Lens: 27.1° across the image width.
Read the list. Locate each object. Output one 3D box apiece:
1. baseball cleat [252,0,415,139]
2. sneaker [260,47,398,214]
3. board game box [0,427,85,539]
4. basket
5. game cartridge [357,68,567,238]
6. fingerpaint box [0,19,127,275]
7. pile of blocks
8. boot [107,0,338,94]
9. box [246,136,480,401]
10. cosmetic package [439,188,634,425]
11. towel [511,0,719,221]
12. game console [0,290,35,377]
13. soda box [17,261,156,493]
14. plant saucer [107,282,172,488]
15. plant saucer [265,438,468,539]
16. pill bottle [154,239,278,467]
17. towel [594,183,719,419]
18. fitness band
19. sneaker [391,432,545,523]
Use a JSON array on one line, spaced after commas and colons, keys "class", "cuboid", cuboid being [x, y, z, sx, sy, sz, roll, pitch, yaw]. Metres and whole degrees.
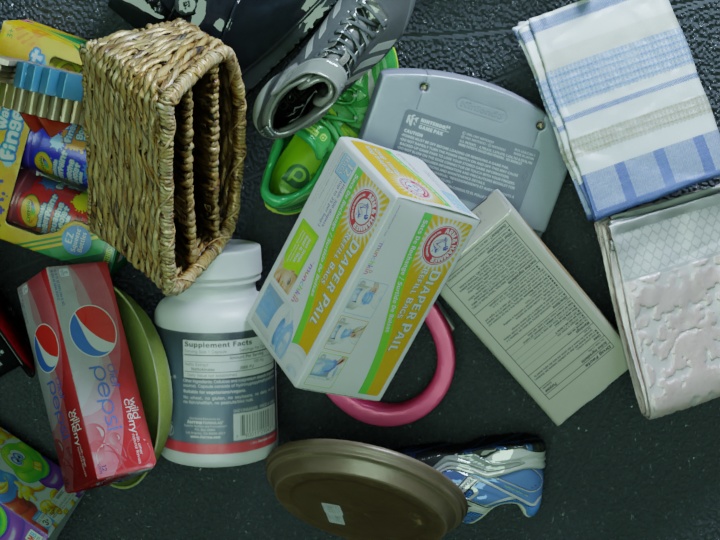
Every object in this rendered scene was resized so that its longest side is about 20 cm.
[{"class": "baseball cleat", "cuboid": [-0.013, -0.189, 1.317, 0.070, 0.106, 0.200, 40, 90, -16]}, {"class": "sneaker", "cuboid": [-0.028, -0.135, 1.398, 0.074, 0.084, 0.201, 32, 101, 3]}, {"class": "board game box", "cuboid": [-0.391, 0.216, 1.479, 0.199, 0.105, 0.103, 34, 113, -1]}, {"class": "basket", "cuboid": [-0.151, -0.103, 1.318, 0.142, 0.149, 0.202, -19, 126, -34]}, {"class": "game cartridge", "cuboid": [0.096, -0.112, 1.396, 0.198, 0.041, 0.134, 17, 108, -11]}, {"class": "fingerpaint box", "cuboid": [-0.281, -0.118, 1.431, 0.166, 0.073, 0.202, 20, 101, 2]}, {"class": "pile of blocks", "cuboid": [-0.305, -0.157, 1.347, 0.198, 0.082, 0.063, 13, 97, 3]}, {"class": "boot", "cuboid": [-0.121, -0.264, 1.387, 0.200, 0.076, 0.168, -41, 98, 17]}, {"class": "box", "cuboid": [0.000, 0.000, 1.335, 0.101, 0.113, 0.201, 13, 114, -39]}, {"class": "cosmetic package", "cuboid": [0.156, 0.035, 1.395, 0.105, 0.071, 0.200, -38, 109, 8]}, {"class": "towel", "cuboid": [0.239, -0.158, 1.368, 0.146, 0.024, 0.202, -20, 82, -1]}, {"class": "game console", "cuboid": [-0.405, 0.031, 1.425, 0.171, 0.119, 0.201, -27, 103, 22]}, {"class": "soda box", "cuboid": [-0.252, 0.097, 1.377, 0.063, 0.070, 0.202, -27, 75, 46]}, {"class": "plant saucer", "cuboid": [-0.231, 0.107, 1.436, 0.031, 0.199, 0.202, -9, 103, -37]}, {"class": "plant saucer", "cuboid": [0.003, 0.216, 1.417, 0.198, 0.201, 0.030, 13, 61, 3]}, {"class": "pill bottle", "cuboid": [-0.138, 0.076, 1.430, 0.118, 0.120, 0.202, 1, 100, 5]}, {"class": "towel", "cuboid": [0.329, 0.019, 1.384, 0.198, 0.032, 0.193, -17, 96, -12]}, {"class": "fitness band", "cuboid": [0.007, 0.058, 1.455, 0.143, 0.037, 0.200, -38, 94, 11]}, {"class": "sneaker", "cuboid": [0.084, 0.209, 1.455, 0.198, 0.076, 0.078, -6, 96, 8]}]
